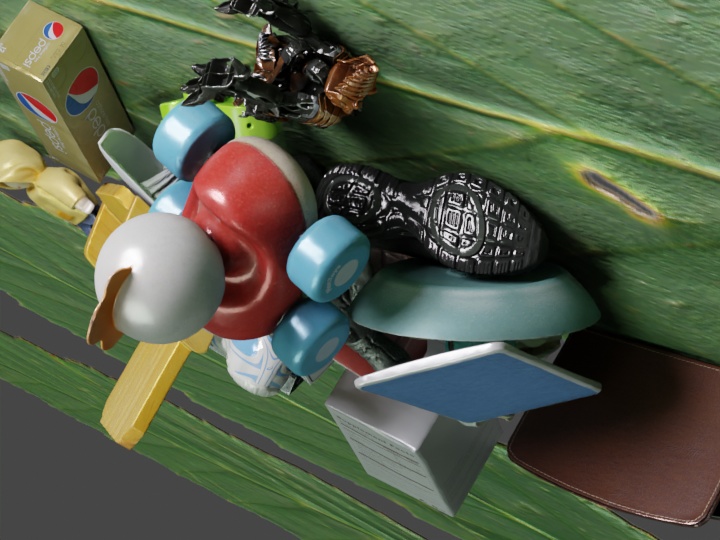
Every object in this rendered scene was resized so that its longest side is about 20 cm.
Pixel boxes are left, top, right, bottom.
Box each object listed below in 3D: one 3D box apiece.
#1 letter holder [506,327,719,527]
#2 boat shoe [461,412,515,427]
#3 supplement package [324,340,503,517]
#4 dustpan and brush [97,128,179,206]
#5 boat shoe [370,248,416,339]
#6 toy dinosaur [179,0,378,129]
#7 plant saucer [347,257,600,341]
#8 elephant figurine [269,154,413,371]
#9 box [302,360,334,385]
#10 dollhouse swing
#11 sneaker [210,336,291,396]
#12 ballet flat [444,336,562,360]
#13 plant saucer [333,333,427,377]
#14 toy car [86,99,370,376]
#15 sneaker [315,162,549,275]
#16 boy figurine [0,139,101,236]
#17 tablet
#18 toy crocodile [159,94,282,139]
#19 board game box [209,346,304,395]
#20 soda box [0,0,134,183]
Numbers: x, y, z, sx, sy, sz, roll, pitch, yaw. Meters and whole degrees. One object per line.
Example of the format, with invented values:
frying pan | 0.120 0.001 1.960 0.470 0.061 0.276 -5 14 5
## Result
letter holder | 0.240 0.149 1.352 0.199 0.142 0.101 16 156 43
boat shoe | 0.127 0.111 1.564 0.068 0.075 0.200 34 163 15
supplement package | 0.060 0.156 1.731 0.117 0.117 0.200 25 161 25
dustpan and brush | -0.183 -0.084 1.556 0.140 0.057 0.200 45 173 -7
boat shoe | 0.003 -0.006 1.503 0.202 0.075 0.075 32 -170 11
toy dinosaur | -0.044 -0.148 1.192 0.135 0.103 0.200 25 150 -28
plant saucer | 0.089 0.016 1.290 0.199 0.036 0.200 0 -169 0
elephant figurine | -0.039 0.004 1.394 0.200 0.155 0.142 50 135 19
box | -0.111 0.019 1.692 0.200 0.060 0.117 39 167 24
dollhouse swing | -0.237 0.042 1.597 0.182 0.176 0.200 46 172 -15
sneaker | -0.100 0.061 1.550 0.072 0.073 0.200 29 -177 -20
ballet flat | 0.131 0.059 1.375 0.070 0.068 0.200 -9 179 19
plant saucer | -0.024 0.031 1.553 0.200 0.037 0.200 33 -165 2
toy car | -0.131 0.007 1.217 0.184 0.200 0.177 42 144 22
sneaker | 0.064 -0.039 1.300 0.199 0.076 0.091 17 178 31
boy figurine | -0.341 -0.078 1.904 0.200 0.065 0.124 37 165 -22
tablet | 0.096 0.089 1.295 0.130 0.014 0.200 -16 159 26
toy crocodile | -0.127 -0.123 1.418 0.200 0.062 0.068 -7 98 67
board game box | -0.129 0.049 1.783 0.199 0.135 0.028 30 120 11
soda box | -0.277 -0.164 1.547 0.064 0.068 0.200 26 162 18
